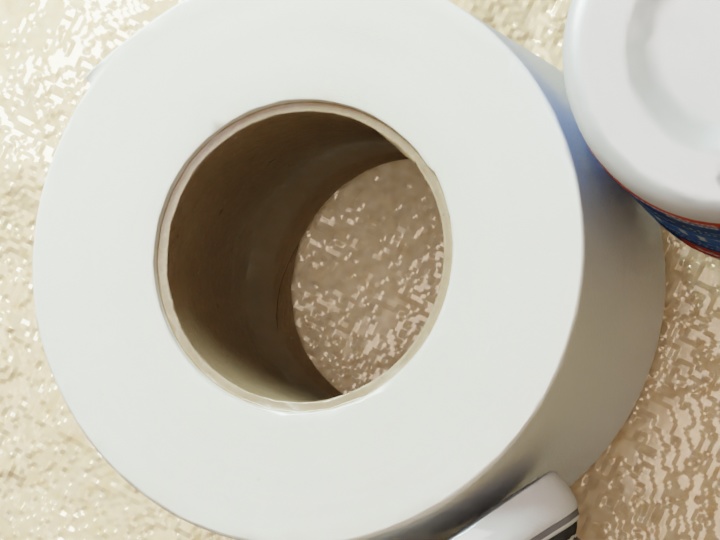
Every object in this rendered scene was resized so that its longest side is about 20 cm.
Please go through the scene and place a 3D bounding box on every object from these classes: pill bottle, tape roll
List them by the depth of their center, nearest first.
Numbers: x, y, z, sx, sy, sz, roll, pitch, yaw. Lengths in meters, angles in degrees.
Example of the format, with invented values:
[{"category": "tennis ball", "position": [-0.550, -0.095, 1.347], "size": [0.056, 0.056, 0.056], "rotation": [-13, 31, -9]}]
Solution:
[{"category": "pill bottle", "position": [0.138, -0.059, 0.952], "size": [0.112, 0.200, 0.112], "rotation": [-2, 83, 14]}, {"category": "tape roll", "position": [0.000, 0.000, 1.005], "size": [0.202, 0.139, 0.203], "rotation": [-2, 84, 18]}]

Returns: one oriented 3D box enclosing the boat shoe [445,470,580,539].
[{"category": "boat shoe", "position": [0.010, 0.154, 0.957], "size": [0.200, 0.070, 0.066], "rotation": [-42, 84, 5]}]
